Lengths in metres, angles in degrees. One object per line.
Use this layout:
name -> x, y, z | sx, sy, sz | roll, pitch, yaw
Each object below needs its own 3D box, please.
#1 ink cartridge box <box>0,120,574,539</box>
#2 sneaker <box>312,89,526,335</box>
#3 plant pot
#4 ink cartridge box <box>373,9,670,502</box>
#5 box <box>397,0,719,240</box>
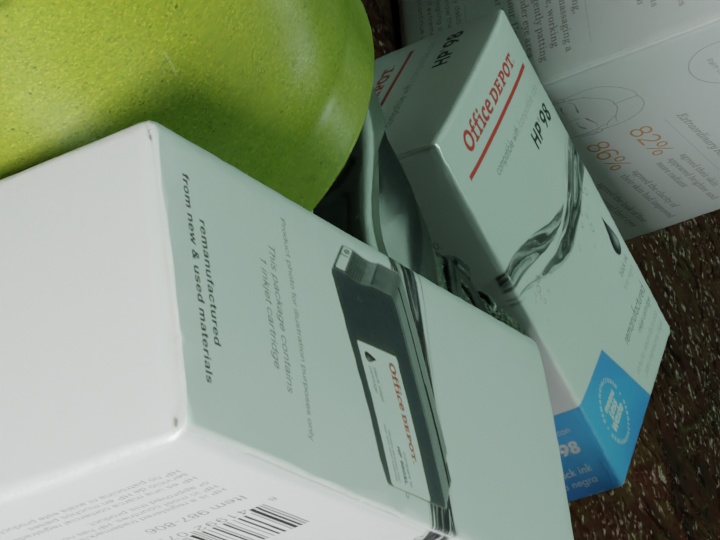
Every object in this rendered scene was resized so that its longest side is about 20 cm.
ink cartridge box -> -0.051, 0.050, 0.680 | 0.200, 0.144, 0.085 | 29, 47, -54
sneaker -> 0.000, 0.000, 0.897 | 0.200, 0.076, 0.114 | 65, 12, 8
plant pot -> -0.092, -0.091, 0.667 | 0.193, 0.199, 0.201 | 52, 31, -49
ink cartridge box -> 0.042, -0.017, 0.989 | 0.201, 0.066, 0.116 | 60, 29, -21
box -> 0.137, -0.106, 1.081 | 0.152, 0.199, 0.107 | 34, 44, -51
